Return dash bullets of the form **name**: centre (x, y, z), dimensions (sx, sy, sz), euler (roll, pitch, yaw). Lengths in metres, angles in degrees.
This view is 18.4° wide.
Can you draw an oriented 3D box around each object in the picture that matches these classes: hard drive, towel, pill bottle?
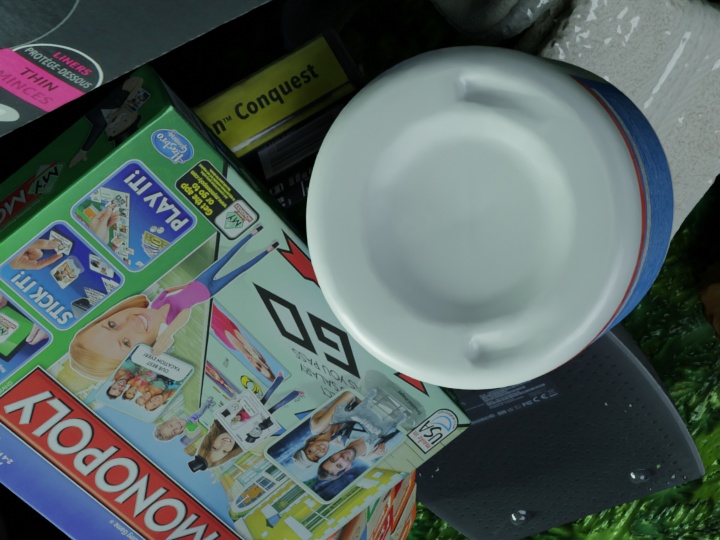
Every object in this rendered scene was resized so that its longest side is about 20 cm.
- **hard drive**: centre (0.077, 0.066, 1.052), dimensions (0.134, 0.043, 0.200), euler (-21, 147, 15)
- **towel**: centre (0.097, -0.045, 1.005), dimensions (0.132, 0.035, 0.201), euler (13, 120, -38)
- **pill bottle**: centre (0.056, -0.022, 0.801), dimensions (0.112, 0.112, 0.200), euler (-44, 173, 12)

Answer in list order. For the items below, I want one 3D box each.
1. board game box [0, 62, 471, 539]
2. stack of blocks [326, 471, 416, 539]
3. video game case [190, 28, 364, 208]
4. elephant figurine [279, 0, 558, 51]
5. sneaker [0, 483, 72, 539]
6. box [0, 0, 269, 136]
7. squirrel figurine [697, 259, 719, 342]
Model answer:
- **board game box**: centre (-0.064, 0.036, 0.775), dimensions (0.134, 0.029, 0.200), euler (-39, 132, 5)
- **stack of blocks**: centre (-0.023, 0.119, 0.972), dimensions (0.200, 0.058, 0.116), euler (88, 26, -68)
- **video game case**: centre (-0.080, -0.020, 0.849), dimensions (0.180, 0.026, 0.200), euler (-30, 175, -3)
- **elephant figurine**: centre (0.059, -0.142, 0.756), dimensions (0.142, 0.199, 0.155), euler (-53, 144, -17)
- **sneaker**: centre (-0.115, 0.089, 0.878), dimensions (0.060, 0.201, 0.104), euler (-6, 145, 3)
- **box**: centre (-0.088, -0.130, 0.622), dimensions (0.199, 0.107, 0.122), euler (-23, 139, 34)
- **squirrel figurine**: centre (0.270, -0.018, 1.077), dimensions (0.186, 0.142, 0.200), euler (-22, 162, -33)
